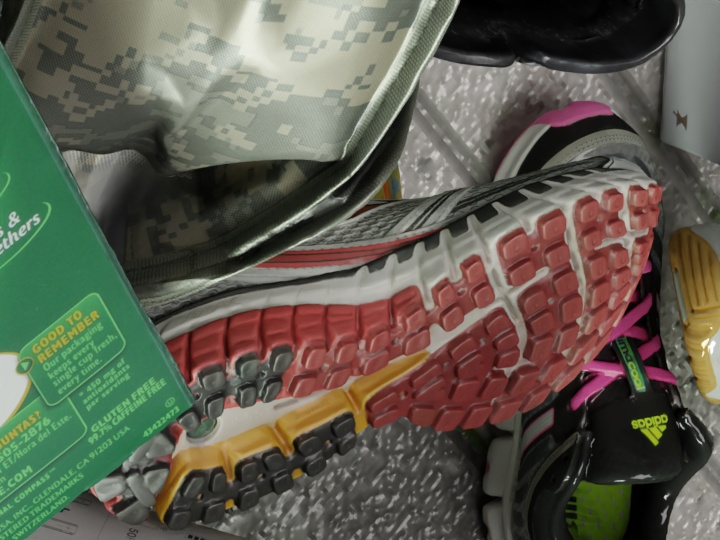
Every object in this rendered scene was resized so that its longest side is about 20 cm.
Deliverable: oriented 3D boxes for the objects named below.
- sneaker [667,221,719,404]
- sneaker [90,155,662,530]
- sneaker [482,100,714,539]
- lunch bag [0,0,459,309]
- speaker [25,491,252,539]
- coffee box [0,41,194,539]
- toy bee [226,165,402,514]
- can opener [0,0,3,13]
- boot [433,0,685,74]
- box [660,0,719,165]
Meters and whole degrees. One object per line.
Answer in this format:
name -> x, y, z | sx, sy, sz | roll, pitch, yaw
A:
sneaker -> 0.172, 0.027, 0.962 | 0.200, 0.087, 0.076 | 39, 40, -73
sneaker -> 0.000, 0.000, 0.731 | 0.199, 0.082, 0.078 | -15, 137, -27
sneaker -> 0.091, 0.039, 0.947 | 0.073, 0.087, 0.201 | -9, 114, -25
lunch bag -> -0.029, -0.102, 0.675 | 0.117, 0.165, 0.200 | 19, 131, -11
speaker -> -0.053, 0.109, 0.711 | 0.199, 0.081, 0.082 | 15, 102, 3
coffee box -> -0.120, 0.004, 0.573 | 0.123, 0.044, 0.200 | -39, 145, -10
toy bee -> -0.006, -0.012, 0.840 | 0.108, 0.131, 0.201 | 2, 121, 6
can opener -> -0.110, -0.075, 0.764 | 0.079, 0.063, 0.201 | -44, 130, -40
boot -> 0.066, -0.108, 0.836 | 0.199, 0.132, 0.070 | -10, 129, -32
box -> 0.222, -0.111, 0.984 | 0.199, 0.097, 0.125 | -14, 116, -33
